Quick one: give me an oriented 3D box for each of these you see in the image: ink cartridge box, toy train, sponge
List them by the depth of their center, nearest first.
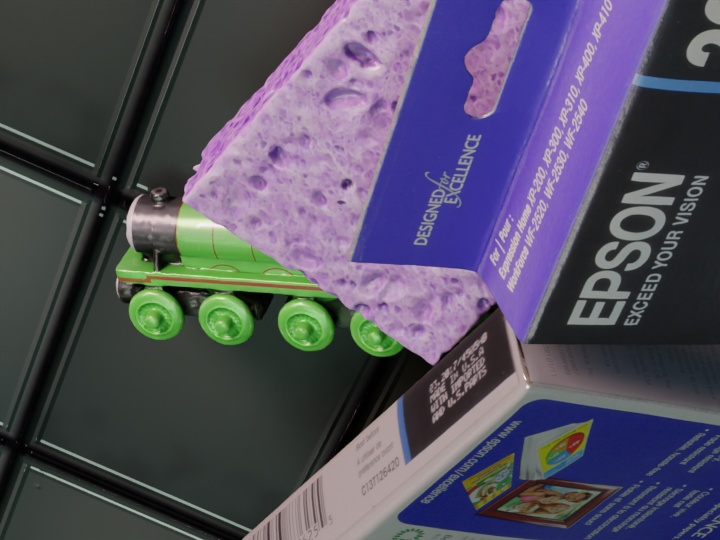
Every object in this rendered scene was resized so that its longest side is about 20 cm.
[{"bbox_3d":[0.113,-0.053,0.773,0.199,0.044,0.199,1,138,-15],"label":"ink cartridge box"},{"bbox_3d":[0.041,-0.062,0.825,0.111,0.030,0.200,35,122,-15],"label":"sponge"},{"bbox_3d":[0.000,0.000,0.920,0.199,0.042,0.057,4,123,16],"label":"toy train"},{"bbox_3d":[0.086,0.089,0.949,0.199,0.047,0.198,9,143,-32],"label":"ink cartridge box"}]
